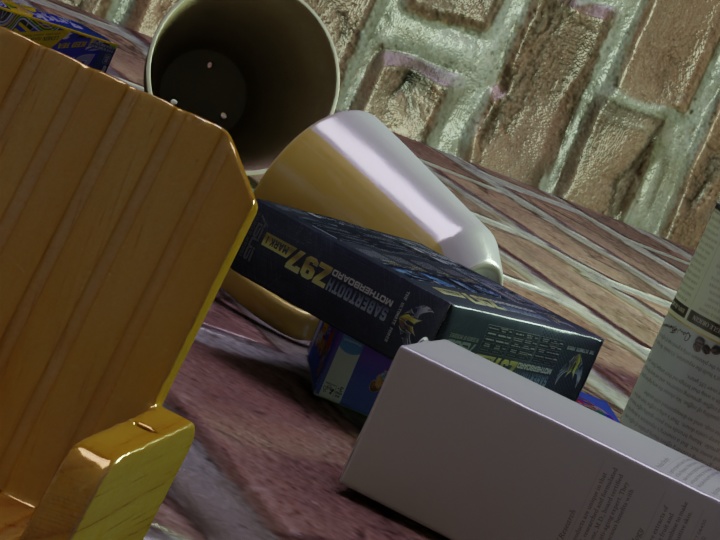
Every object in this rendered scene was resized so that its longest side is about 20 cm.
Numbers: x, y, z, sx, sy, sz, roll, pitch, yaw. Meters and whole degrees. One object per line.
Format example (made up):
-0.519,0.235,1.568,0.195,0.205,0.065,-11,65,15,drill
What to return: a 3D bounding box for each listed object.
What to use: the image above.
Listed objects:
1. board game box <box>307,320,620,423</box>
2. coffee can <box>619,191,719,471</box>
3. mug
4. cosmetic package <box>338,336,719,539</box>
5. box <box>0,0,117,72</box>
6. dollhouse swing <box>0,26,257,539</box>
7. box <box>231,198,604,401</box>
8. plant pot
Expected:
0.067,0.081,1.492,0.200,0.045,0.134,22,8,-6,board game box
0.278,0.063,1.656,0.146,0.200,0.146,23,8,-3,coffee can
0.005,0.001,1.659,0.153,0.187,0.149,37,-19,29,mug
0.103,0.113,1.224,0.200,0.085,0.108,25,7,16,cosmetic package
-0.337,-0.224,2.323,0.064,0.070,0.200,32,11,37,box
-0.156,0.003,0.870,0.200,0.176,0.182,25,7,9,dollhouse swing
0.037,0.021,1.452,0.158,0.051,0.200,27,8,32,box
-0.135,-0.181,2.318,0.187,0.187,0.200,21,-6,-13,plant pot
